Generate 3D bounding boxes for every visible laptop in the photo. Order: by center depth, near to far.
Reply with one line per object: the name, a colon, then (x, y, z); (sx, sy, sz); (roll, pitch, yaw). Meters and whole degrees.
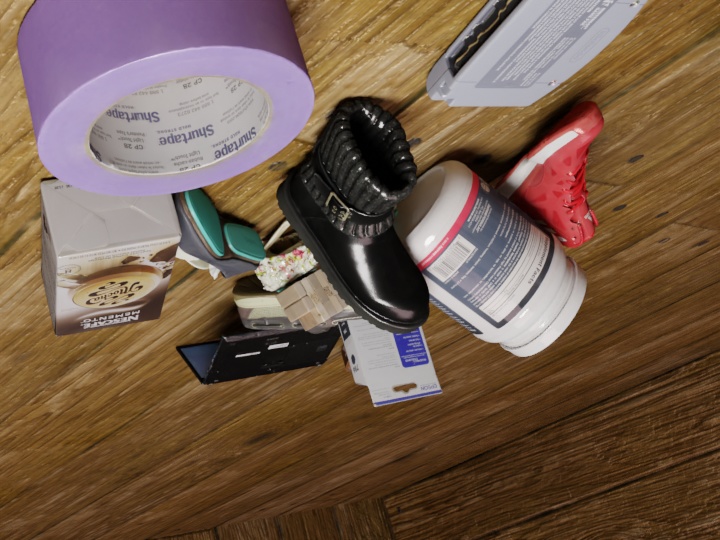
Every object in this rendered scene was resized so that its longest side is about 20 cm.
laptop: (-0.135, 0.086, 1.395); (0.177, 0.103, 0.200); (-8, 151, -26)

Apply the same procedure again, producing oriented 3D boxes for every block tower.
block tower: (0.000, 0.000, 1.196); (0.200, 0.054, 0.058); (-31, -179, -31)

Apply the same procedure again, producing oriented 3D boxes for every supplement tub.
supplement tub: (0.132, -0.011, 1.130); (0.200, 0.141, 0.140); (36, 137, -17)

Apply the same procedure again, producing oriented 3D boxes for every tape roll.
tape roll: (-0.139, -0.137, 0.753); (0.199, 0.085, 0.200); (-16, 162, -5)

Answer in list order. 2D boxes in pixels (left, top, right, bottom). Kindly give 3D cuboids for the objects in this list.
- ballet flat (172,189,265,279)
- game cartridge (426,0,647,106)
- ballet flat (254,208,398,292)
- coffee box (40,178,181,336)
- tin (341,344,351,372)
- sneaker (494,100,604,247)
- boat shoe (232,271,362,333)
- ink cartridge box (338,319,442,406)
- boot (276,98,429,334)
ballet flat: (-0.161, -0.031, 1.059); (0.073, 0.073, 0.200); (-21, 163, 11)
game cartridge: (0.159, -0.207, 0.893); (0.133, 0.041, 0.200); (-1, 156, -30)
ballet flat: (-0.050, -0.038, 1.137); (0.200, 0.064, 0.076); (-31, -163, 32)
coffee box: (-0.246, -0.014, 1.007); (0.113, 0.080, 0.200); (-11, 160, -20)
tin: (0.029, 0.116, 1.682); (0.112, 0.042, 0.200); (-9, 160, -11)
sneaker: (0.232, -0.097, 1.113); (0.078, 0.116, 0.200); (-44, 179, -20)
boat shoe: (-0.055, 0.043, 1.265); (0.200, 0.072, 0.066); (0, 123, 11)
ink cartridge box: (0.026, 0.074, 1.306); (0.099, 0.200, 0.039); (-7, 158, -25)
boot: (0.019, -0.045, 0.988); (0.079, 0.211, 0.158); (-45, -175, -39)
